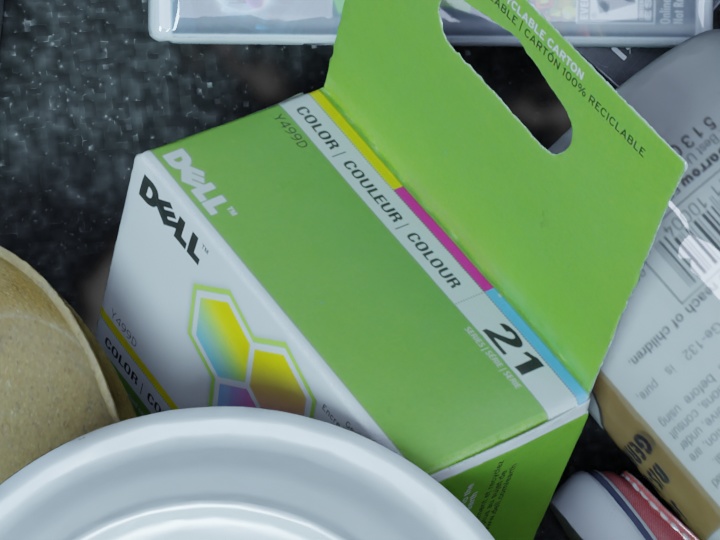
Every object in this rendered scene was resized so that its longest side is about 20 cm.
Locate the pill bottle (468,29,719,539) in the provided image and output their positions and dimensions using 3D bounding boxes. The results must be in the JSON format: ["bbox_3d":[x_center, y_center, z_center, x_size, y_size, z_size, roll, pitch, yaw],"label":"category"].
[{"bbox_3d":[0.136,0.033,0.863,0.114,0.114,0.200,-41,81,0],"label":"pill bottle"}]

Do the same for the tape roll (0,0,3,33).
[{"bbox_3d":[-0.220,-0.097,0.919,0.202,0.071,0.203,0,90,-1],"label":"tape roll"}]

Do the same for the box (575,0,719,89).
[{"bbox_3d":[0.064,-0.178,0.921,0.200,0.048,0.158,40,90,-8],"label":"box"}]

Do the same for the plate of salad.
[{"bbox_3d":[-0.041,0.138,0.774,0.200,0.048,0.201,-1,75,5],"label":"plate of salad"}]

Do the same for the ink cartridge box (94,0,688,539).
[{"bbox_3d":[0.000,0.000,0.836,0.076,0.200,0.148,-23,58,-31],"label":"ink cartridge box"}]

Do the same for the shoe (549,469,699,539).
[{"bbox_3d":[0.157,0.121,0.928,0.091,0.071,0.200,-43,96,-2],"label":"shoe"}]

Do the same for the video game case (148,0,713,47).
[{"bbox_3d":[0.024,-0.172,0.881,0.181,0.023,0.201,0,95,-5],"label":"video game case"}]

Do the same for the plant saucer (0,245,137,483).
[{"bbox_3d":[-0.121,0.088,0.890,0.035,0.200,0.201,1,91,-43],"label":"plant saucer"}]
